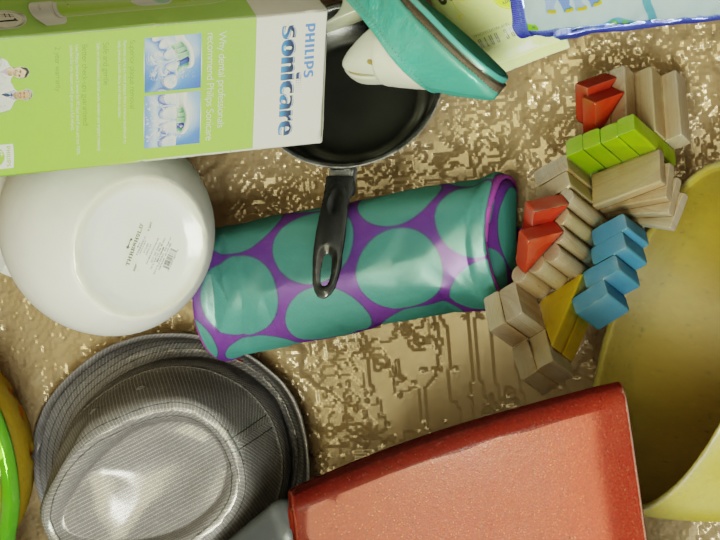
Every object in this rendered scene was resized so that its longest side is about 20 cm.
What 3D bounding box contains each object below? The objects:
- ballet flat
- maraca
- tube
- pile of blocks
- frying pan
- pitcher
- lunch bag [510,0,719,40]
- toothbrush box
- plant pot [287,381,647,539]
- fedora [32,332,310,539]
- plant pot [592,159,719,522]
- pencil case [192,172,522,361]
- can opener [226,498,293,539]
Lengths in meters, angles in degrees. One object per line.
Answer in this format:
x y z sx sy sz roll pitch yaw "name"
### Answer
0.005 -0.151 1.214 0.070 0.067 0.200 -45 66 13 "ballet flat"
-0.259 0.136 1.319 0.137 0.107 0.201 -8 98 47 "maraca"
0.054 -0.211 1.218 0.052 0.058 0.201 -24 98 -23 "tube"
0.127 -0.032 1.165 0.082 0.062 0.201 6 71 45 "pile of blocks"
0.005 -0.077 1.218 0.114 0.031 0.191 -19 63 2 "frying pan"
-0.154 -0.056 1.229 0.121 0.200 0.172 16 94 -27 "pitcher"
0.161 -0.233 1.144 0.169 0.127 0.201 -5 86 16 "lunch bag"
-0.134 -0.128 1.160 0.199 0.146 0.087 -9 122 -18 "toothbrush box"
0.054 0.175 1.115 0.175 0.200 0.201 -8 85 -3 "plant pot"
-0.130 0.133 1.293 0.199 0.090 0.178 -20 92 17 "fedora"
0.234 0.055 1.146 0.141 0.200 0.201 18 103 -15 "plant pot"
0.000 0.000 1.240 0.199 0.092 0.086 -10 72 17 "pencil case"
-0.076 0.208 1.254 0.200 0.053 0.067 -43 58 41 "can opener"
